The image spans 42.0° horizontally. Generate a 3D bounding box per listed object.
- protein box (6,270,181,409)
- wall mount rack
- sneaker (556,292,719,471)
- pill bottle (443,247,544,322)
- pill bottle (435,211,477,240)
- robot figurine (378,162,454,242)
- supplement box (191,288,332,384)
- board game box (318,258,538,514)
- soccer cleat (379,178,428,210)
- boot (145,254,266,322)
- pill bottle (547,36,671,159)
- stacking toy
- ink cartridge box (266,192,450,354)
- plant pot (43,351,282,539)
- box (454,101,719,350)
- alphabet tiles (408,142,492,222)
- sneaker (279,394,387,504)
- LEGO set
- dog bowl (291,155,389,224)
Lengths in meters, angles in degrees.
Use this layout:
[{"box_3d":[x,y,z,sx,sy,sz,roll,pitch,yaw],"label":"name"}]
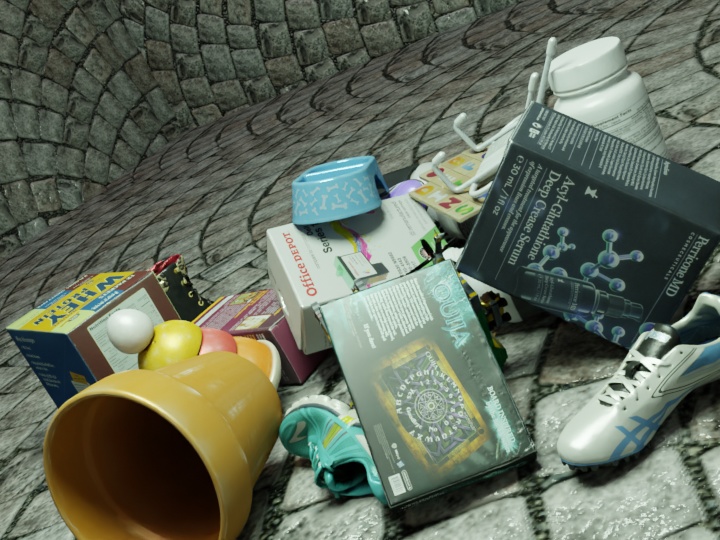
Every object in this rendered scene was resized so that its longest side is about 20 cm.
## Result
[{"box_3d":[-0.314,0.121,1.205,0.198,0.201,0.135,-2,30,50],"label":"protein box"},{"box_3d":[0.171,-0.176,1.100,0.174,0.075,0.200,-34,16,35],"label":"wall mount rack"},{"box_3d":[0.234,0.090,0.772,0.200,0.073,0.072,-35,22,-18],"label":"sneaker"},{"box_3d":[0.189,-0.011,1.023,0.199,0.116,0.116,-23,19,12],"label":"pill bottle"},{"box_3d":[0.189,-0.081,1.205,0.114,0.114,0.200,-34,21,-21],"label":"pill bottle"},{"box_3d":[0.063,-0.082,1.364,0.199,0.125,0.150,-14,33,33],"label":"robot figurine"},{"box_3d":[-0.134,0.087,1.233,0.200,0.086,0.110,-9,26,42],"label":"supplement box"},{"box_3d":[0.056,0.098,0.836,0.135,0.028,0.201,-19,62,-3],"label":"board game box"},{"box_3d":[0.004,-0.058,1.249,0.200,0.068,0.073,-31,-18,28],"label":"soccer cleat"},{"box_3d":[-0.235,0.045,1.375,0.200,0.151,0.073,-30,19,-10],"label":"boot"},{"box_3d":[0.308,-0.177,1.162,0.113,0.201,0.113,-23,19,9],"label":"pill bottle"},{"box_3d":[-0.204,0.104,1.068,0.146,0.200,0.146,-38,31,28],"label":"stacking toy"},{"box_3d":[0.000,0.000,1.134,0.199,0.084,0.145,-15,47,-14],"label":"ink cartridge box"},{"box_3d":[-0.172,0.172,0.925,0.200,0.201,0.183,-16,11,28],"label":"plant pot"},{"box_3d":[0.213,-0.040,0.876,0.199,0.149,0.107,24,36,7],"label":"box"},{"box_3d":[0.156,-0.114,1.129,0.166,0.006,0.200,-29,26,-13],"label":"alphabet tiles"},{"box_3d":[-0.021,0.172,0.895,0.200,0.078,0.080,0,41,52],"label":"sneaker"},{"box_3d":[0.043,0.062,0.958,0.200,0.154,0.116,-34,42,-1],"label":"LEGO set"},{"box_3d":[-0.027,-0.104,1.174,0.111,0.050,0.200,-10,14,10],"label":"dog bowl"}]
